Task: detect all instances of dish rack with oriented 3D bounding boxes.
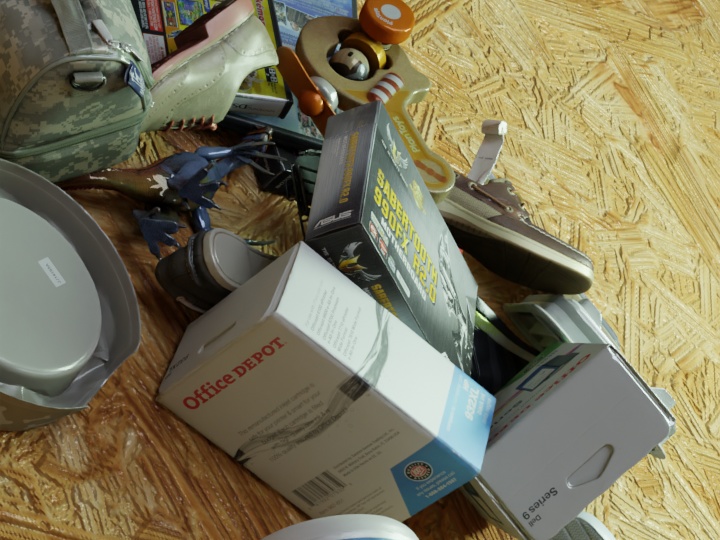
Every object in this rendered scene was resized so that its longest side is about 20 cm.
[{"bbox_3d":[0.204,0.082,1.743,0.172,0.044,0.200,49,-6,-3],"label":"dish rack"},{"bbox_3d":[0.000,0.000,1.601,0.153,0.054,0.201,13,64,-70],"label":"dish rack"}]

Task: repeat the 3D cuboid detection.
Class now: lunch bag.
[{"bbox_3d":[-0.230,-0.177,1.427,0.139,0.168,0.200,-16,68,-20],"label":"lunch bag"}]

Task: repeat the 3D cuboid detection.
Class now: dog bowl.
[{"bbox_3d":[-0.245,0.019,1.360,0.200,0.059,0.201,31,40,-29],"label":"dog bowl"}]

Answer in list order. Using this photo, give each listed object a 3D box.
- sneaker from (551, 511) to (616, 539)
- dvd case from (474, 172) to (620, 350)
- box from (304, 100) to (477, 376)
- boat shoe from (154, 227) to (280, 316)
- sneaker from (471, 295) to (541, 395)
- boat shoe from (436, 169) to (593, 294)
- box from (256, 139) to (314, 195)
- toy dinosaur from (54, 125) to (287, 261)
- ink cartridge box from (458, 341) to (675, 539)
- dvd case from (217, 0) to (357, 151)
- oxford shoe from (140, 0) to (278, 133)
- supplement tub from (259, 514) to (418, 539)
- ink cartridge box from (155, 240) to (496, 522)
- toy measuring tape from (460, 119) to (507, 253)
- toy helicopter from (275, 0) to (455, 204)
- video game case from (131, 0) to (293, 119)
[{"bbox_3d":[0.219,0.287,1.662,0.200,0.073,0.071,62,25,0],"label":"sneaker"},{"bbox_3d":[0.175,-0.009,1.859,0.200,0.016,0.149,52,7,2],"label":"dvd case"},{"bbox_3d":[0.029,-0.004,1.533,0.159,0.048,0.200,-80,148,-51],"label":"box"},{"bbox_3d":[-0.083,0.020,1.548,0.200,0.057,0.067,34,44,-53],"label":"boat shoe"},{"bbox_3d":[0.107,0.095,1.718,0.200,0.072,0.083,40,60,-16],"label":"sneaker"},{"bbox_3d":[0.111,-0.048,1.680,0.199,0.072,0.072,24,68,6],"label":"boat shoe"},{"bbox_3d":[-0.025,-0.121,1.770,0.200,0.036,0.143,13,49,-45],"label":"box"},{"bbox_3d":[-0.130,-0.083,1.571,0.200,0.105,0.182,28,18,-12],"label":"toy dinosaur"},{"bbox_3d":[0.145,0.131,1.559,0.088,0.145,0.200,49,-5,-4],"label":"ink cartridge box"},{"bbox_3d":[-0.066,-0.187,1.725,0.142,0.018,0.200,16,49,-22],"label":"dvd case"},{"bbox_3d":[-0.140,-0.134,1.563,0.200,0.070,0.075,-43,107,-22],"label":"oxford shoe"},{"bbox_3d":[-0.007,0.279,1.323,0.144,0.145,0.201,16,48,-41],"label":"supplement tub"},{"bbox_3d":[-0.024,0.094,1.468,0.200,0.145,0.084,39,41,-18],"label":"ink cartridge box"},{"bbox_3d":[0.069,-0.062,1.749,0.073,0.074,0.200,34,68,-24],"label":"toy measuring tape"},{"bbox_3d":[0.009,-0.134,1.652,0.132,0.079,0.200,-12,58,-35],"label":"toy helicopter"},{"bbox_3d":[-0.156,-0.220,1.667,0.180,0.026,0.200,5,53,-25],"label":"video game case"}]
